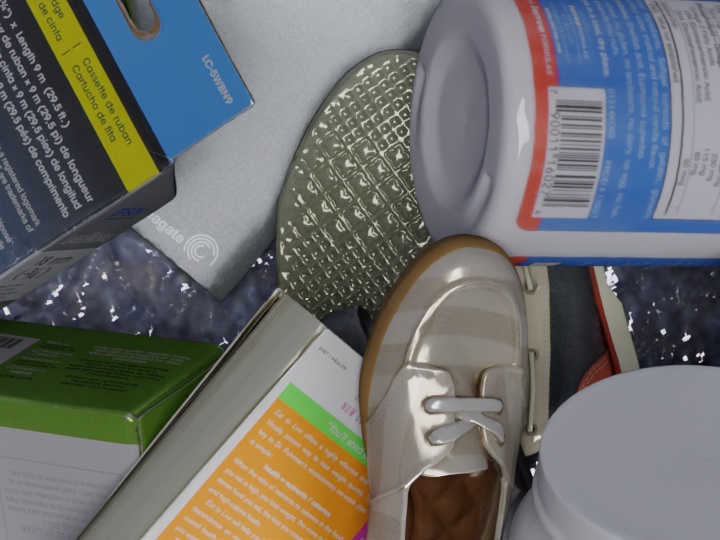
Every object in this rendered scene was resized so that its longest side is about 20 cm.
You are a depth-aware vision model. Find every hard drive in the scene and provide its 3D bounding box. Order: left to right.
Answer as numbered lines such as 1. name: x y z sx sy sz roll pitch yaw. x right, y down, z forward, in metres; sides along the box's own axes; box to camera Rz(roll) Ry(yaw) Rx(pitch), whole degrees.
1. hard drive: -0.051 -0.106 0.942 0.139 0.033 0.200 40 94 -6

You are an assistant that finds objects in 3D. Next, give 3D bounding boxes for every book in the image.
1. book: -0.044 0.127 0.843 0.134 0.048 0.200 41 88 -31

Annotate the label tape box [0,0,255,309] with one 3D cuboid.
1. label tape box: -0.142 -0.073 0.854 0.200 0.063 0.145 -31 82 17

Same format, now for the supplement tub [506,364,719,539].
1. supplement tub: 0.125 0.153 0.825 0.144 0.145 0.201 -2 121 -2

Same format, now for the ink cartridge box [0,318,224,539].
1. ink cartridge box: -0.128 0.130 0.919 0.147 0.076 0.201 6 113 27

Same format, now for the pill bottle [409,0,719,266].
1. pill bottle: 0.129 -0.057 0.856 0.199 0.112 0.113 1 97 -20

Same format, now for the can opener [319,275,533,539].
1. can opener: 0.037 0.089 0.928 0.067 0.053 0.200 -17 122 10

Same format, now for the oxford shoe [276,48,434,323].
1. oxford shoe: 0.000 0.000 0.939 0.075 0.058 0.201 13 104 11

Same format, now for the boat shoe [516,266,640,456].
1. boat shoe: 0.069 -0.016 0.941 0.062 0.071 0.201 -19 103 -5

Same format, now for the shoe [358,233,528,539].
1. shoe: 0.034 0.085 0.812 0.070 0.053 0.201 -4 114 -28

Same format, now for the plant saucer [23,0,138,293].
1. plant saucer: -0.179 -0.080 0.916 0.199 0.031 0.201 0 91 18
